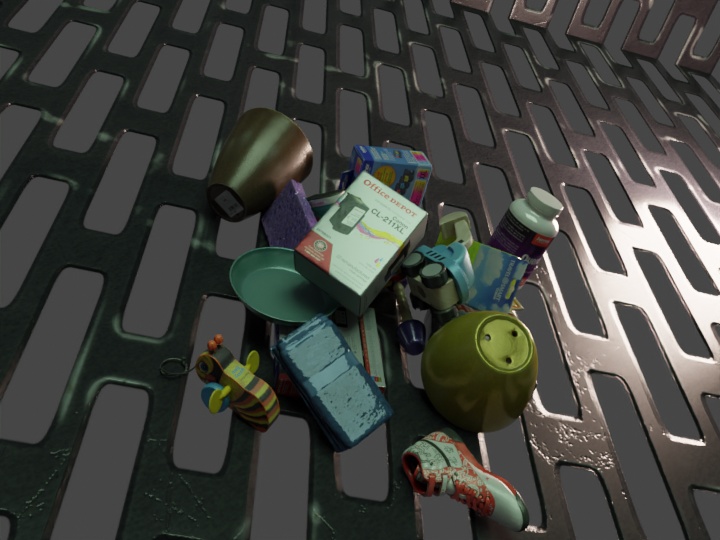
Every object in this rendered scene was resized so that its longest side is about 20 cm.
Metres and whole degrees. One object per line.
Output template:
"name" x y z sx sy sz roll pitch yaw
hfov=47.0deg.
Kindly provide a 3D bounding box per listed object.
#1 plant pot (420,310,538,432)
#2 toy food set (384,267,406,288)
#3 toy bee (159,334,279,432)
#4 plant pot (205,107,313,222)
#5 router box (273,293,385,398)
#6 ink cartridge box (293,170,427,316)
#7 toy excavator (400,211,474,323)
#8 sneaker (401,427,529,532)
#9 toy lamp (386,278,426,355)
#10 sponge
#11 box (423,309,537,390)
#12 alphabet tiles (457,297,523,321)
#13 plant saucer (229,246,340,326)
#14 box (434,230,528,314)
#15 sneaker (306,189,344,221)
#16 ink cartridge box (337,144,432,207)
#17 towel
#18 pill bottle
"plant pot" 0.212 0.145 1.356 0.196 0.142 0.203 6 61 -11
"toy food set" 0.000 0.000 1.541 0.195 0.050 0.200 -16 19 -20
"toy bee" -0.208 0.158 1.237 0.197 0.110 0.132 15 36 -6
"plant pot" -0.220 -0.194 1.670 0.185 0.188 0.201 24 48 9
"router box" -0.056 0.131 1.395 0.176 0.049 0.201 10 36 -12
"ink cartridge box" 0.001 -0.050 1.412 0.145 0.083 0.201 33 66 14
"toy excavator" 0.161 -0.020 1.499 0.198 0.101 0.194 -32 32 -19
"sneaker" 0.146 0.322 1.216 0.107 0.068 0.201 -14 43 -37
"toy lamp" 0.083 0.077 1.529 0.057 0.059 0.201 9 35 -14
"sponge" -0.132 -0.075 1.585 0.030 0.112 0.201 24 27 -36
"box" 0.213 0.147 1.500 0.197 0.049 0.159 15 34 -7
"alphabet tiles" 0.235 0.041 1.691 0.164 0.006 0.201 -2 40 -28
"plant saucer" -0.129 0.034 1.418 0.196 0.036 0.201 13 34 -9
"box" 0.220 0.011 1.578 0.198 0.124 0.047 23 1 35
"sneaker" -0.076 -0.091 1.662 0.083 0.123 0.199 -22 10 -28
"ink cartridge box" 0.041 -0.191 1.801 0.196 0.138 0.077 3 32 -21
"towel" -0.043 0.171 1.276 0.111 0.049 0.201 -30 76 -28
"pill bottle" 0.330 -0.065 1.698 0.111 0.202 0.113 22 28 -13
